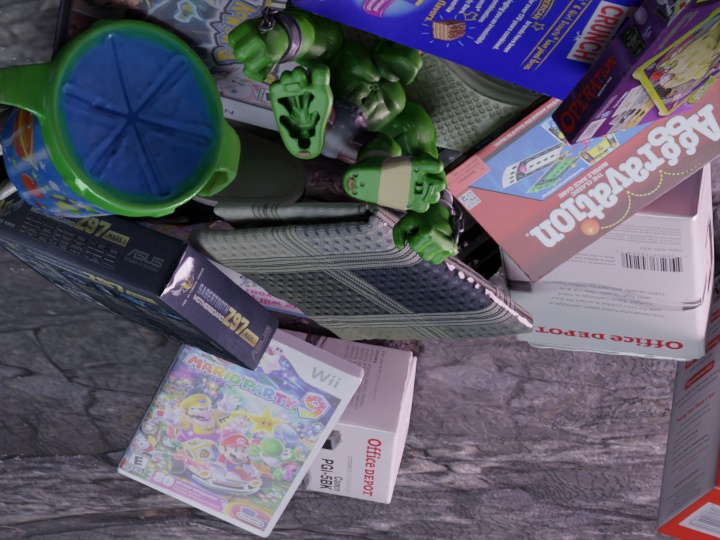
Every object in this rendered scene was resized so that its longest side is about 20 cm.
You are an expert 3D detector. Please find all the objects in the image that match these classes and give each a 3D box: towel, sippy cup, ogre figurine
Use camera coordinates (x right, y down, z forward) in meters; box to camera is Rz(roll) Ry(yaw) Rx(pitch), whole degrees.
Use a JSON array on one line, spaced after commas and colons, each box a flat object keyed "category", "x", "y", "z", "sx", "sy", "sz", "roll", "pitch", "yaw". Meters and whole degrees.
[{"category": "towel", "x": 0.000, "y": 0.000, "z": 1.725, "sx": 0.200, "sy": 0.035, "sz": 0.193, "roll": -4, "pitch": 153, "yaw": 44}, {"category": "sippy cup", "x": -0.183, "y": -0.094, "z": 1.655, "sx": 0.178, "sy": 0.140, "sz": 0.130, "roll": 51, "pitch": 149, "yaw": -14}, {"category": "ogre figurine", "x": -0.006, "y": -0.105, "z": 1.538, "sx": 0.200, "sy": 0.120, "sz": 0.098, "roll": 27, "pitch": 120, "yaw": -13}]

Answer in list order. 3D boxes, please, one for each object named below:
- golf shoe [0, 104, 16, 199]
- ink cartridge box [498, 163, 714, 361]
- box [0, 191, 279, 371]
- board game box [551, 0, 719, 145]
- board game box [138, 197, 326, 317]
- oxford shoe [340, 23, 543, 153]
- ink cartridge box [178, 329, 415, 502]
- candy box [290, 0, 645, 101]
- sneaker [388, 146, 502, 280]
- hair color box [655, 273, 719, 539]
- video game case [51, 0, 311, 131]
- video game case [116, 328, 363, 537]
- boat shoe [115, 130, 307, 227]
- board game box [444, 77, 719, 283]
[{"category": "golf shoe", "x": -0.300, "y": -0.095, "z": 1.780, "sx": 0.200, "sy": 0.088, "sz": 0.077, "roll": -6, "pitch": 148, "yaw": 31}, {"category": "ink cartridge box", "x": 0.181, "y": -0.023, "z": 1.730, "sx": 0.147, "sy": 0.083, "sz": 0.200, "roll": 5, "pitch": 149, "yaw": 12}, {"category": "box", "x": -0.180, "y": 0.000, "z": 1.814, "sx": 0.200, "sy": 0.051, "sz": 0.158, "roll": 19, "pitch": 168, "yaw": 32}, {"category": "board game box", "x": 0.210, "y": -0.155, "z": 1.441, "sx": 0.120, "sy": 0.032, "sz": 0.200, "roll": -12, "pitch": 153, "yaw": -38}, {"category": "board game box", "x": -0.077, "y": -0.016, "z": 1.887, "sx": 0.200, "sy": 0.034, "sz": 0.134, "roll": 12, "pitch": 150, "yaw": 0}, {"category": "oxford shoe", "x": 0.064, "y": -0.123, "z": 1.625, "sx": 0.200, "sy": 0.058, "sz": 0.075, "roll": 20, "pitch": 124, "yaw": -10}, {"category": "ink cartridge box", "x": -0.060, "y": 0.121, "z": 2.055, "sx": 0.200, "sy": 0.083, "sz": 0.147, "roll": 10, "pitch": 150, "yaw": 4}, {"category": "candy box", "x": 0.079, "y": -0.201, "z": 1.468, "sx": 0.200, "sy": 0.077, "sz": 0.169, "roll": 20, "pitch": 149, "yaw": -12}, {"category": "sneaker", "x": 0.039, "y": -0.072, "z": 1.715, "sx": 0.081, "sy": 0.075, "sz": 0.200, "roll": 45, "pitch": 163, "yaw": 48}, {"category": "hair color box", "x": 0.281, "y": 0.100, "z": 1.790, "sx": 0.061, "sy": 0.200, "sz": 0.102, "roll": 19, "pitch": 150, "yaw": -13}, {"category": "video game case", "x": -0.117, "y": -0.174, "z": 1.636, "sx": 0.181, "sy": 0.026, "sz": 0.200, "roll": 15, "pitch": 151, "yaw": -5}, {"category": "video game case", "x": -0.102, "y": 0.125, "z": 1.967, "sx": 0.143, "sy": 0.018, "sz": 0.200, "roll": 25, "pitch": 125, "yaw": -7}, {"category": "boat shoe", "x": -0.132, "y": -0.063, "z": 1.777, "sx": 0.200, "sy": 0.074, "sz": 0.060, "roll": 6, "pitch": 138, "yaw": 16}, {"category": "board game box", "x": 0.161, "y": -0.083, "z": 1.593, "sx": 0.200, "sy": 0.019, "sz": 0.103, "roll": -36, "pitch": 108, "yaw": 25}]
